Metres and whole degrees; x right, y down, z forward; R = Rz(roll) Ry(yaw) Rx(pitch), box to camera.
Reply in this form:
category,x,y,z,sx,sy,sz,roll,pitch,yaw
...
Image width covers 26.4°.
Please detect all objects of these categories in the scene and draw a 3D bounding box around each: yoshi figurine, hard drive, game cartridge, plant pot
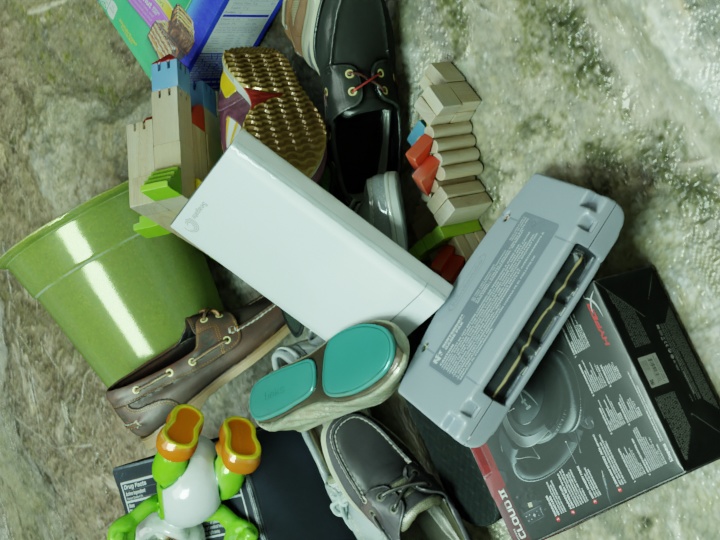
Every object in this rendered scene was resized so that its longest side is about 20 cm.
category,x,y,z,sx,sy,sz,roll,pitch,yaw
yoshi figurine,-0.155,0.218,1.306,0.112,0.112,0.200,42,127,24
hard drive,-0.041,-0.012,1.196,0.200,0.027,0.132,37,142,-7
game cartridge,0.106,0.025,1.122,0.200,0.040,0.133,-57,24,1
plant pot,-0.210,0.027,1.456,0.200,0.200,0.190,-31,89,45

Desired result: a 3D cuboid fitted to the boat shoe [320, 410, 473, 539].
category,x,y,z,sx,sy,sz,roll,pitch,yaw
boat shoe,0.043,0.197,1.262,0.200,0.072,0.065,56,161,4

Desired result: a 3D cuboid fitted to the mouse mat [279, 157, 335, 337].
category,x,y,z,sx,sy,sz,roll,pitch,yaw
mouse mat,-0.065,-0.055,1.334,0.200,0.008,0.161,-122,40,-57

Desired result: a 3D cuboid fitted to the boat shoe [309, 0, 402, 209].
category,x,y,z,sx,sy,sz,roll,pitch,yaw
boat shoe,0.002,-0.145,1.248,0.063,0.073,0.202,-142,47,-58

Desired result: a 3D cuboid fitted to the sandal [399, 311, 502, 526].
category,x,y,z,sx,sy,sz,roll,pitch,yaw
sandal,0.078,0.111,1.260,0.075,0.048,0.201,-4,109,48

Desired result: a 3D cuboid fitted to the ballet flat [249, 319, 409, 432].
category,x,y,z,sx,sy,sz,roll,pitch,yaw
ballet flat,-0.012,0.087,1.228,0.200,0.062,0.068,-22,57,48

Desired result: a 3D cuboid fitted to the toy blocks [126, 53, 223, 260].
category,x,y,z,sx,sy,sz,roll,pitch,yaw
toy blocks,-0.147,-0.101,1.353,0.100,0.200,0.137,-11,70,19

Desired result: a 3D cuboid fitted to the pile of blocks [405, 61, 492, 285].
category,x,y,z,sx,sy,sz,roll,pitch,yaw
pile of blocks,0.057,-0.063,1.224,0.082,0.062,0.201,-5,95,47

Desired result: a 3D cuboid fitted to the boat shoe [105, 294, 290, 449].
category,x,y,z,sx,sy,sz,roll,pitch,yaw
boat shoe,-0.134,0.070,1.363,0.070,0.200,0.070,52,167,-10

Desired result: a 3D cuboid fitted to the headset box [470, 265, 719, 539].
category,x,y,z,sx,sy,sz,roll,pitch,yaw
headset box,0.159,0.109,1.145,0.200,0.077,0.149,-38,71,45

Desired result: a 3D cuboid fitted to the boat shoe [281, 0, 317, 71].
category,x,y,z,sx,sy,sz,roll,pitch,yaw
boat shoe,-0.026,-0.265,1.259,0.072,0.076,0.200,37,122,37

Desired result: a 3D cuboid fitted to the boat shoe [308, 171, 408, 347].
category,x,y,z,sx,sy,sz,roll,pitch,yaw
boat shoe,0.000,-0.001,1.253,0.202,0.065,0.075,103,165,-51

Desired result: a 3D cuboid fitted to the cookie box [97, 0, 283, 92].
category,x,y,z,sx,sy,sz,roll,pitch,yaw
cookie box,-0.148,-0.279,1.380,0.171,0.075,0.200,55,132,23

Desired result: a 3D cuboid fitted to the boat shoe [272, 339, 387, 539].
category,x,y,z,sx,sy,sz,roll,pitch,yaw
boat shoe,-0.018,0.156,1.338,0.074,0.065,0.203,-25,82,47

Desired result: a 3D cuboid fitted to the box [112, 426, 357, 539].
category,x,y,z,sx,sy,sz,roll,pitch,yaw
box,-0.106,0.251,1.420,0.200,0.123,0.199,-19,85,45

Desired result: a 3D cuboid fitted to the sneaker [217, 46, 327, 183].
category,x,y,z,sx,sy,sz,roll,pitch,yaw
sneaker,-0.074,-0.103,1.274,0.200,0.075,0.090,-107,19,-49
